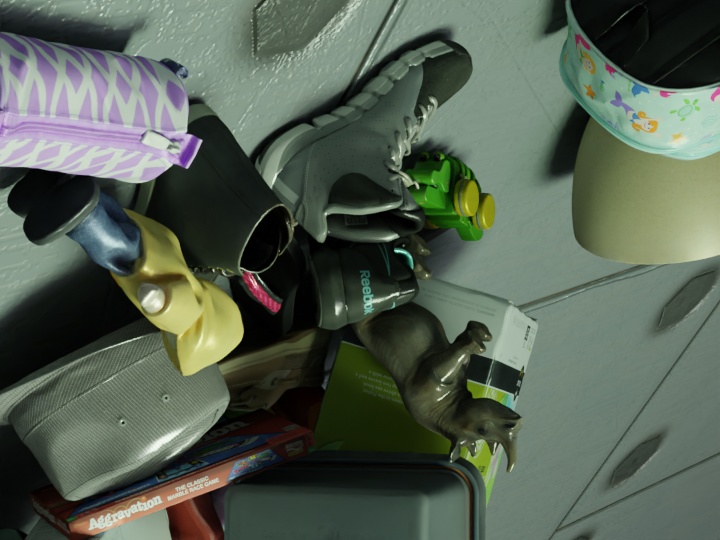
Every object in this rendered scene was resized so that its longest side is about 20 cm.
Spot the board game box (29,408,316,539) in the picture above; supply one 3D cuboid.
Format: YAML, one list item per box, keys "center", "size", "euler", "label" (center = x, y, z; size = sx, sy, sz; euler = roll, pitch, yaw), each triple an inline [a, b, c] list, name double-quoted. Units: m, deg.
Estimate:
- center: [-0.142, 0.152, 1.600]
  size: [0.198, 0.020, 0.103]
  euler: [-19, -167, -22]
  label: "board game box"

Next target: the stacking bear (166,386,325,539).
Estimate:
- center: [-0.099, 0.148, 1.771]
  size: [0.113, 0.123, 0.199]
  euler: [-8, -166, 47]
  label: "stacking bear"

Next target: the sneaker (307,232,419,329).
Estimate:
- center: [0.000, 0.000, 1.610]
  size: [0.078, 0.076, 0.200]
  euler: [-9, -164, -1]
  label: "sneaker"

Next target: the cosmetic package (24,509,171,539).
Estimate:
- center: [-0.200, 0.226, 1.610]
  size: [0.073, 0.103, 0.200]
  euler: [-10, -168, 8]
  label: "cosmetic package"

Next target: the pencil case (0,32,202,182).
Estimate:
- center: [-0.181, -0.093, 1.257]
  size: [0.199, 0.085, 0.084]
  euler: [0, 127, -57]
  label: "pencil case"

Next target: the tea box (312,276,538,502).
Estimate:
- center: [0.053, 0.109, 1.784]
  size: [0.200, 0.132, 0.199]
  euler: [23, 84, -77]
  label: "tea box"

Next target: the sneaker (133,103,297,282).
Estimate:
- center: [-0.105, -0.015, 1.484]
  size: [0.074, 0.106, 0.201]
  euler: [-31, 155, -24]
  label: "sneaker"

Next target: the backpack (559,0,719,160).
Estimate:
- center: [0.259, -0.181, 1.699]
  size: [0.199, 0.178, 0.151]
  euler: [-26, 147, -26]
  label: "backpack"

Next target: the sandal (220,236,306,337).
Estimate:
- center: [-0.081, 0.005, 1.597]
  size: [0.045, 0.075, 0.200]
  euler: [-42, 161, -21]
  label: "sandal"

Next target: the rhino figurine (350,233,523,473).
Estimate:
- center: [0.062, 0.074, 1.650]
  size: [0.087, 0.201, 0.060]
  euler: [-40, 165, 19]
  label: "rhino figurine"

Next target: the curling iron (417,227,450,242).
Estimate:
- center: [0.035, -0.028, 1.787]
  size: [0.199, 0.026, 0.050]
  euler: [-18, 150, -45]
  label: "curling iron"

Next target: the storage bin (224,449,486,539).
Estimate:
- center: [-0.014, 0.212, 1.607]
  size: [0.134, 0.198, 0.147]
  euler: [13, 78, -76]
  label: "storage bin"

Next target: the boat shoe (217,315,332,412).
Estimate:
- center: [-0.085, 0.083, 1.698]
  size: [0.199, 0.071, 0.065]
  euler: [-14, 107, -54]
  label: "boat shoe"

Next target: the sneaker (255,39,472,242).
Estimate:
- center: [0.028, -0.081, 1.569]
  size: [0.199, 0.116, 0.075]
  euler: [-34, 153, -18]
  label: "sneaker"

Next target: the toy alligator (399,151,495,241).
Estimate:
- center: [0.063, -0.073, 1.733]
  size: [0.200, 0.059, 0.055]
  euler: [32, 62, -62]
  label: "toy alligator"

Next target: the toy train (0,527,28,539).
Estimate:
- center: [-0.281, 0.255, 1.656]
  size: [0.113, 0.086, 0.200]
  euler: [-14, 158, 8]
  label: "toy train"

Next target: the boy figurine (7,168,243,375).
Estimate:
- center: [-0.149, -0.003, 1.407]
  size: [0.064, 0.124, 0.200]
  euler: [-40, 136, 1]
  label: "boy figurine"

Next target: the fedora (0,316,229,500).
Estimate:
- center: [-0.174, 0.104, 1.532]
  size: [0.199, 0.091, 0.177]
  euler: [-26, 170, -19]
  label: "fedora"

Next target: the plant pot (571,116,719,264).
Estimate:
- center: [0.275, -0.109, 1.870]
  size: [0.199, 0.200, 0.136]
  euler: [-28, 118, -30]
  label: "plant pot"
